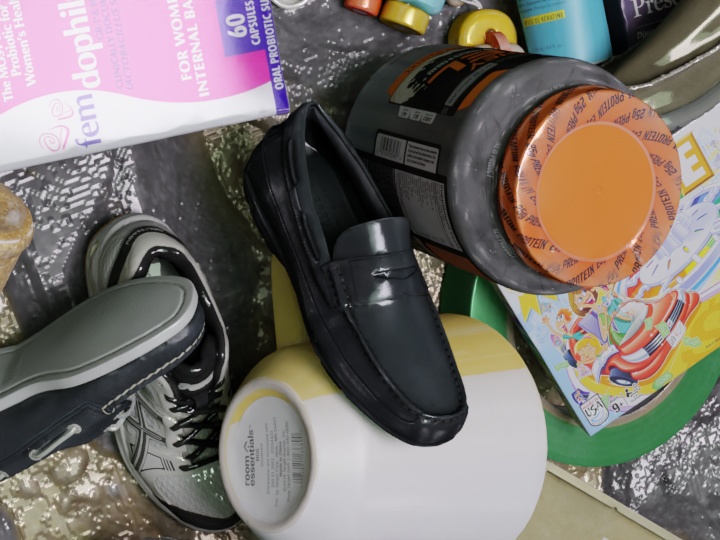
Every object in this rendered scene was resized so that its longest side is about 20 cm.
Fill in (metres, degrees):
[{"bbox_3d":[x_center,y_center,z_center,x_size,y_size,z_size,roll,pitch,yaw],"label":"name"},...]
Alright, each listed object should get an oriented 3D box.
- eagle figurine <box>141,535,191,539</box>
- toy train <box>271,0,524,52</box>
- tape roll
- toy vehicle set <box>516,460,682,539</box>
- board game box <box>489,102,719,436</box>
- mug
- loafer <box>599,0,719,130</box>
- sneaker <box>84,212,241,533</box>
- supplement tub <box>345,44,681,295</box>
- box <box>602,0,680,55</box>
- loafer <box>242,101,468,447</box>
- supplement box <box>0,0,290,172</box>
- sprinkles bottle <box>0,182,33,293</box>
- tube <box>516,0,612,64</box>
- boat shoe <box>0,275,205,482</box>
[{"bbox_3d":[-0.045,0.217,0.850,0.150,0.199,0.153,-19,118,-28],"label":"eagle figurine"},{"bbox_3d":[0.035,-0.123,0.931,0.150,0.056,0.201,-34,109,-15],"label":"toy train"},{"bbox_3d":[0.150,0.025,1.002,0.198,0.048,0.203,-3,99,-22],"label":"tape roll"},{"bbox_3d":[0.164,0.224,1.046,0.199,0.026,0.125,32,85,-23],"label":"toy vehicle set"},{"bbox_3d":[0.186,-0.010,0.946,0.199,0.034,0.135,-35,108,-1],"label":"board game box"},{"bbox_3d":[-0.007,0.088,0.882,0.152,0.187,0.150,1,131,-44],"label":"mug"},{"bbox_3d":[0.202,-0.143,0.910,0.199,0.075,0.070,-29,116,-15],"label":"loafer"},{"bbox_3d":[-0.107,0.068,0.883,0.075,0.088,0.202,-24,107,-19],"label":"sneaker"},{"bbox_3d":[0.079,-0.057,0.826,0.121,0.200,0.124,-5,103,-23],"label":"supplement tub"},{"bbox_3d":[0.223,-0.232,0.983,0.198,0.079,0.143,-20,102,-18],"label":"box"},{"bbox_3d":[0.000,0.000,0.811,0.068,0.071,0.202,-9,59,-39],"label":"loafer"},{"bbox_3d":[-0.151,-0.118,0.832,0.198,0.103,0.102,-14,104,-18],"label":"supplement box"},{"bbox_3d":[-0.234,0.044,0.779,0.068,0.068,0.201,20,115,-23],"label":"sprinkles bottle"},{"bbox_3d":[0.109,-0.223,0.932,0.050,0.077,0.202,-24,103,-48],"label":"tube"},{"bbox_3d":[-0.158,0.064,0.834,0.198,0.076,0.061,-21,120,27],"label":"boat shoe"}]
